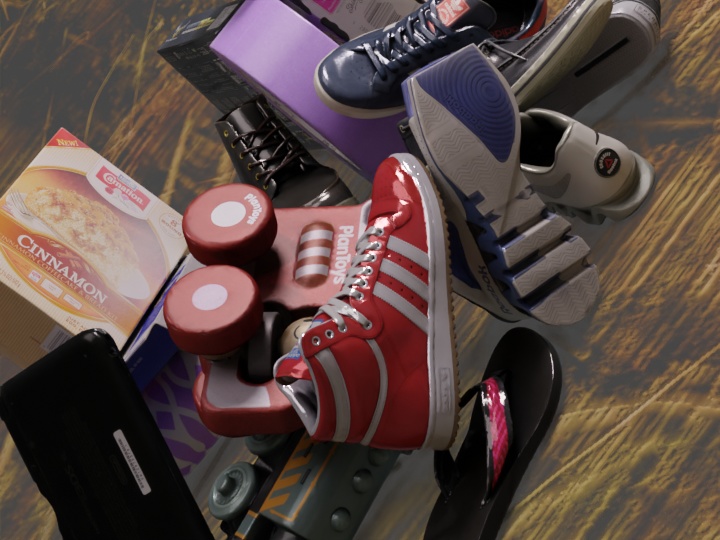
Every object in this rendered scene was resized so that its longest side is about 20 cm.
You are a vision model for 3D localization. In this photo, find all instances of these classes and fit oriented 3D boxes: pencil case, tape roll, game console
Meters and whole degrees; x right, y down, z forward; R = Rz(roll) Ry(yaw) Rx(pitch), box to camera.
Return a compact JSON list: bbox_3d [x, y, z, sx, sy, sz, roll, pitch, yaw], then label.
[{"bbox_3d":[-0.132,0.103,1.395,0.200,0.085,0.084,-49,65,6],"label":"pencil case"},{"bbox_3d":[-0.032,-0.150,1.409,0.066,0.200,0.200,-51,25,1],"label":"tape roll"},{"bbox_3d":[-0.181,0.156,1.252,0.176,0.201,0.116,-32,-7,29],"label":"game console"}]

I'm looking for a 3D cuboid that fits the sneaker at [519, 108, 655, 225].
[{"bbox_3d":[0.121,-0.083,1.201,0.200,0.088,0.074,-1,56,60],"label":"sneaker"}]

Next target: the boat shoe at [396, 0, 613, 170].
[{"bbox_3d":[0.101,-0.141,1.210,0.200,0.062,0.075,-41,-7,32],"label":"boat shoe"}]

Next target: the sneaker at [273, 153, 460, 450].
[{"bbox_3d":[-0.002,0.017,1.062,0.071,0.112,0.201,127,140,-63],"label":"sneaker"}]

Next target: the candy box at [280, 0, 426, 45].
[{"bbox_3d":[-0.061,-0.263,1.450,0.072,0.200,0.168,-58,26,-1],"label":"candy box"}]

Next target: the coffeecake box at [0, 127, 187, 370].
[{"bbox_3d":[-0.248,-0.007,1.414,0.073,0.153,0.200,-48,10,37],"label":"coffeecake box"}]

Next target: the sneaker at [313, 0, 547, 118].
[{"bbox_3d":[0.057,-0.183,1.279,0.199,0.075,0.085,-23,-21,-20],"label":"sneaker"}]

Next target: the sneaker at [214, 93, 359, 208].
[{"bbox_3d":[-0.070,-0.083,1.359,0.075,0.107,0.200,-32,16,-11],"label":"sneaker"}]

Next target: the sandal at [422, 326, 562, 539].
[{"bbox_3d":[0.075,0.116,1.061,0.075,0.045,0.201,-18,41,52],"label":"sandal"}]

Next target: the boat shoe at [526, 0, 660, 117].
[{"bbox_3d":[0.152,-0.150,1.273,0.199,0.072,0.071,-25,16,35],"label":"boat shoe"}]

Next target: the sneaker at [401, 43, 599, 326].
[{"bbox_3d":[0.074,-0.043,1.138,0.080,0.200,0.115,-27,0,-28],"label":"sneaker"}]

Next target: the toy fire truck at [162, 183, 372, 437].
[{"bbox_3d":[-0.038,0.026,1.149,0.167,0.112,0.201,-4,44,10],"label":"toy fire truck"}]

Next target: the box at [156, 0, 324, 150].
[{"bbox_3d":[-0.100,-0.183,1.596,0.051,0.158,0.200,-51,18,-12],"label":"box"}]

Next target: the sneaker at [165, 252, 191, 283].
[{"bbox_3d":[-0.104,0.009,1.475,0.200,0.076,0.116,-50,28,2],"label":"sneaker"}]

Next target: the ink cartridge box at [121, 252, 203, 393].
[{"bbox_3d":[-0.171,0.056,1.381,0.095,0.037,0.200,-49,7,21],"label":"ink cartridge box"}]

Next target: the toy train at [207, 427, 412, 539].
[{"bbox_3d":[-0.026,0.132,1.177,0.114,0.085,0.201,14,68,52],"label":"toy train"}]
